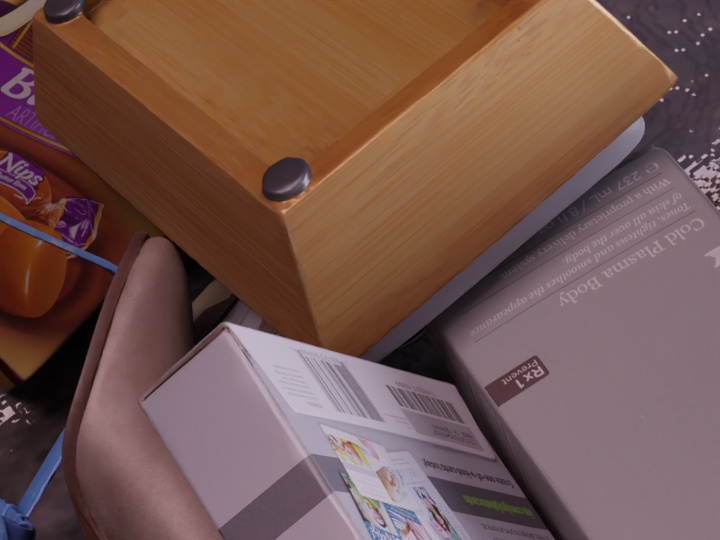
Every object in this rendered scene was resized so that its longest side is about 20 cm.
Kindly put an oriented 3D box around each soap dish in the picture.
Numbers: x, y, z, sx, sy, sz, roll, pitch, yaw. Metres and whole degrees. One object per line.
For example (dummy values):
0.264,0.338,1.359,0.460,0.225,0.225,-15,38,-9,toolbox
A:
-0.012,-0.071,0.962,0.157,0.081,0.200,-40,45,-12,soap dish

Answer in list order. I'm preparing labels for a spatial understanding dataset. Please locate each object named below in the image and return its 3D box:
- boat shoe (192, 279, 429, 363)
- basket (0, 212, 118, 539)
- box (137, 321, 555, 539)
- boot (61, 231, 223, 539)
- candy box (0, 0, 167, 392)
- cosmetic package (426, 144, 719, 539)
0.000,0.000,1.017,0.068,0.075,0.200,29,79,36,boat shoe
-0.192,0.053,0.971,0.200,0.176,0.139,-60,19,-2,basket
0.034,0.113,0.816,0.041,0.156,0.200,-42,66,15,box
-0.031,0.093,0.933,0.146,0.070,0.200,9,77,12,boot
-0.107,-0.064,1.080,0.117,0.056,0.200,44,74,-5,candy box
0.113,0.065,0.903,0.107,0.090,0.200,-32,45,-6,cosmetic package
